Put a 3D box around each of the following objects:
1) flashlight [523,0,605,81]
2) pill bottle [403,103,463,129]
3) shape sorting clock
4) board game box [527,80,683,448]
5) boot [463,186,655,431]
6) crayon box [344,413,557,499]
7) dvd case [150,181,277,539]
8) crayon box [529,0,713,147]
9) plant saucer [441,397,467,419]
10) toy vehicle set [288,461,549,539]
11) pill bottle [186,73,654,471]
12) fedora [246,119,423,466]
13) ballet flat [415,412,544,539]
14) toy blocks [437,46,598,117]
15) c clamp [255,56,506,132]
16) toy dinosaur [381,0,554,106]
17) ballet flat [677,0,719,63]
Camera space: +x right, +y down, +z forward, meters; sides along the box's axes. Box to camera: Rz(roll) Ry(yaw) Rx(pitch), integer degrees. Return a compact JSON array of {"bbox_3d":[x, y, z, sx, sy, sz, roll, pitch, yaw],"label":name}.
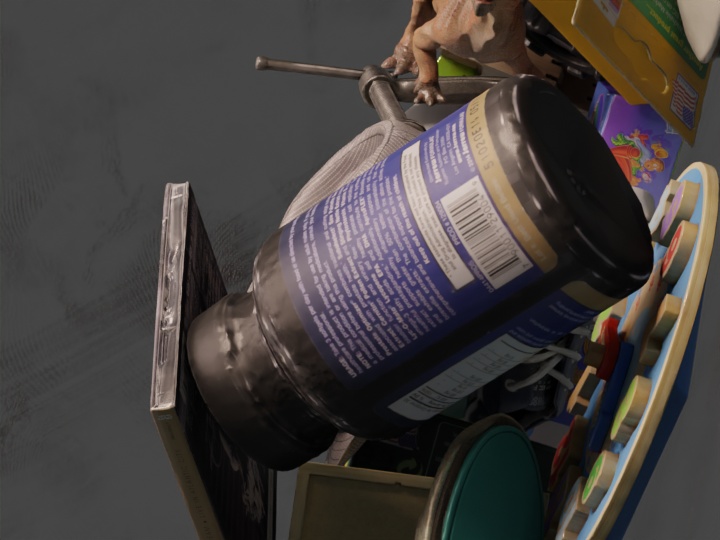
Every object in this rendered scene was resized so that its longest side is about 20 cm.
[{"bbox_3d":[0.164,-0.208,1.586,0.200,0.068,0.068,-59,-40,-8],"label":"flashlight"},{"bbox_3d":[0.071,-0.012,1.678,0.200,0.113,0.113,79,-159,-47],"label":"pill bottle"},{"bbox_3d":[0.124,0.044,1.272,0.200,0.039,0.200,-164,90,-89],"label":"shape sorting clock"},{"bbox_3d":[0.131,-0.003,1.560,0.134,0.045,0.200,-77,3,-82],"label":"board game box"},{"bbox_3d":[0.101,0.024,1.414,0.200,0.073,0.090,128,143,-68],"label":"boot"},{"bbox_3d":[0.048,0.141,1.527,0.200,0.127,0.051,105,-179,-67],"label":"crayon box"},{"bbox_3d":[-0.070,0.078,1.344,0.149,0.016,0.200,-90,-11,-45],"label":"dvd case"},{"bbox_3d":[0.145,-0.178,1.446,0.126,0.052,0.200,40,-124,-42],"label":"crayon box"},{"bbox_3d":[0.031,0.018,1.531,0.200,0.070,0.019,74,175,-45],"label":"plant saucer"},{"bbox_3d":[0.018,0.199,1.343,0.027,0.124,0.200,53,-135,-84],"label":"toy vehicle set"},{"bbox_3d":[0.023,0.007,1.242,0.200,0.112,0.112,-32,19,22],"label":"pill bottle"},{"bbox_3d":[0.000,0.000,1.398,0.200,0.090,0.177,-52,9,35],"label":"fedora"},{"bbox_3d":[0.047,0.166,1.290,0.062,0.067,0.200,4,94,57],"label":"ballet flat"},{"bbox_3d":[0.139,-0.174,1.650,0.100,0.137,0.200,46,-114,-80],"label":"toy blocks"},{"bbox_3d":[0.040,-0.087,1.550,0.200,0.171,0.027,-125,37,-69],"label":"c clamp"},{"bbox_3d":[0.066,-0.164,1.508,0.200,0.086,0.136,-124,34,-56],"label":"toy dinosaur"},{"bbox_3d":[0.183,-0.207,1.393,0.069,0.069,0.200,-75,2,-74],"label":"ballet flat"}]
